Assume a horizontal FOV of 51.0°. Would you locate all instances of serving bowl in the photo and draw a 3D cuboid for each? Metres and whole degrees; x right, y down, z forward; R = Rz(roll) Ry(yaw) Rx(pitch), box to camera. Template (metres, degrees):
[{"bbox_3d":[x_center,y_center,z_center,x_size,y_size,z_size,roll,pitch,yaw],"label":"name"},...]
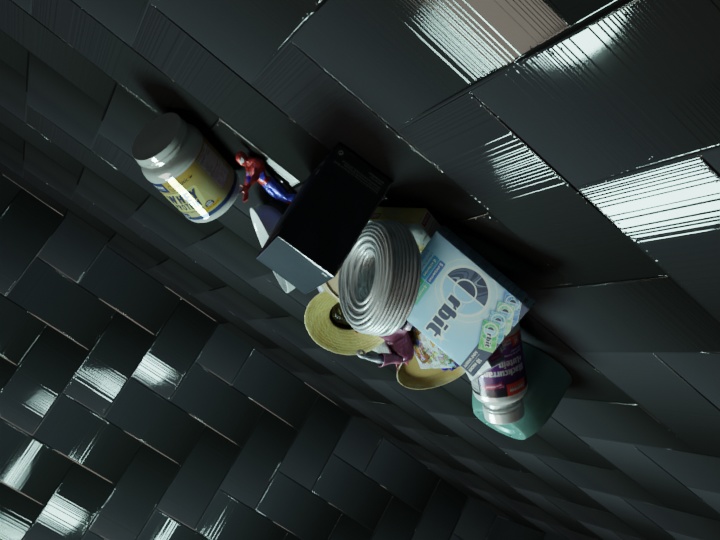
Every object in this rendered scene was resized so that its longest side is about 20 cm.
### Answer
[{"bbox_3d":[-0.171,-0.056,1.639,0.201,0.065,0.201,61,168,23],"label":"serving bowl"}]

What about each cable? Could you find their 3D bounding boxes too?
[{"bbox_3d":[0.030,0.010,1.296,0.068,0.202,0.200,9,140,-26],"label":"cable"}]

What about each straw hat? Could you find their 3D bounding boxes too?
[{"bbox_3d":[-0.019,0.084,1.640,0.198,0.086,0.203,2,126,3],"label":"straw hat"}]

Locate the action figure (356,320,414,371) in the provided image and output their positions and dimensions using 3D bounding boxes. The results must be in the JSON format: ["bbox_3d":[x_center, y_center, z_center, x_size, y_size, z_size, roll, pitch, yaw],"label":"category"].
[{"bbox_3d":[0.073,0.119,1.469,0.147,0.135,0.201,1,134,28],"label":"action figure"}]

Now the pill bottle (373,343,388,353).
[{"bbox_3d":[0.067,0.150,1.844,0.198,0.114,0.114,18,158,35],"label":"pill bottle"}]

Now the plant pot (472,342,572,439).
[{"bbox_3d":[0.335,0.266,1.639,0.199,0.162,0.201,28,161,10],"label":"plant pot"}]

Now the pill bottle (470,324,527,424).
[{"bbox_3d":[0.271,0.195,1.490,0.111,0.111,0.203,8,115,50],"label":"pill bottle"}]

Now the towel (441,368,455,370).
[{"bbox_3d":[0.146,0.104,1.546,0.201,0.049,0.148,61,173,21],"label":"towel"}]

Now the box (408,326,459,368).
[{"bbox_3d":[0.137,0.117,1.445,0.138,0.039,0.200,67,164,1],"label":"box"}]

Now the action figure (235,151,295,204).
[{"bbox_3d":[-0.193,-0.151,1.515,0.065,0.100,0.200,8,148,49],"label":"action figure"}]

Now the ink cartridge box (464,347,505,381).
[{"bbox_3d":[0.188,0.096,1.396,0.201,0.042,0.119,61,162,12],"label":"ink cartridge box"}]

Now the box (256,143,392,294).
[{"bbox_3d":[-0.069,-0.084,1.314,0.123,0.200,0.200,34,161,-10],"label":"box"}]

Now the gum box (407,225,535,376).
[{"bbox_3d":[0.168,0.053,1.287,0.200,0.044,0.171,40,121,11],"label":"gum box"}]

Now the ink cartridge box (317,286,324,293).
[{"bbox_3d":[-0.102,-0.015,1.715,0.201,0.043,0.199,57,172,34],"label":"ink cartridge box"}]

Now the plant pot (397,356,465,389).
[{"bbox_3d":[0.176,0.208,1.750,0.200,0.198,0.028,55,-167,-51],"label":"plant pot"}]

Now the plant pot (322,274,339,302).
[{"bbox_3d":[0.000,0.000,1.504,0.197,0.028,0.202,6,122,10],"label":"plant pot"}]

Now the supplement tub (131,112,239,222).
[{"bbox_3d":[-0.355,-0.208,1.540,0.143,0.145,0.200,15,156,40],"label":"supplement tub"}]

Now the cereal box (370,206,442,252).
[{"bbox_3d":[0.115,-0.041,1.384,0.143,0.040,0.200,7,150,49],"label":"cereal box"}]
